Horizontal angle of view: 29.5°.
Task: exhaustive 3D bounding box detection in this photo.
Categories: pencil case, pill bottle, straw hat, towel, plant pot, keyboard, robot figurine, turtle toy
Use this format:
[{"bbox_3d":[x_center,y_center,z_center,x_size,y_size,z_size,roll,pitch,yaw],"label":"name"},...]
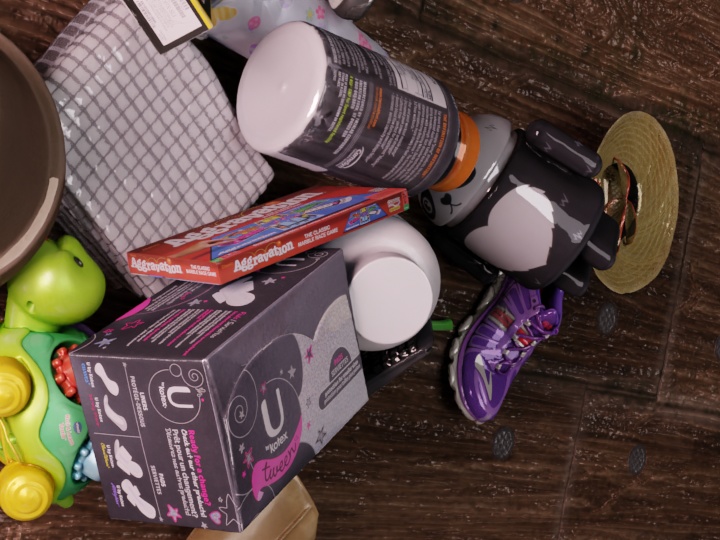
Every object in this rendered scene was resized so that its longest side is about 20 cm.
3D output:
[{"bbox_3d":[-0.059,-0.194,1.140,0.200,0.083,0.091,33,77,-41],"label":"pencil case"},{"bbox_3d":[0.007,-0.120,1.098,0.200,0.106,0.107,16,85,-42],"label":"pill bottle"},{"bbox_3d":[0.252,-0.072,1.447,0.201,0.085,0.202,-5,96,-50],"label":"straw hat"},{"bbox_3d":[-0.175,-0.093,1.048,0.166,0.085,0.200,-55,128,-27],"label":"towel"},{"bbox_3d":[-0.279,-0.080,0.839,0.200,0.175,0.201,1,84,-14],"label":"plant pot"},{"bbox_3d":[0.000,0.000,1.130,0.110,0.200,0.111,-3,105,-12],"label":"pill bottle"},{"bbox_3d":[0.005,0.057,1.185,0.127,0.200,0.021,-37,107,11],"label":"keyboard"},{"bbox_3d":[0.149,-0.060,1.294,0.200,0.125,0.150,34,88,-9],"label":"robot figurine"},{"bbox_3d":[-0.220,0.075,0.972,0.101,0.146,0.201,-11,105,-13],"label":"turtle toy"}]

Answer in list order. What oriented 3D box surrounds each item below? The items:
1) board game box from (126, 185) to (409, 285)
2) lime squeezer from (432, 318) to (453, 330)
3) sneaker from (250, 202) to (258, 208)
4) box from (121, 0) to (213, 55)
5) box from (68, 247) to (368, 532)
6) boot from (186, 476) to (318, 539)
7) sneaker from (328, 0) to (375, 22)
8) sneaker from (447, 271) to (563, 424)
[{"bbox_3d":[-0.066,-0.031,1.031,0.200,0.103,0.020,-24,110,-43],"label":"board game box"},{"bbox_3d":[0.016,0.074,1.291,0.200,0.038,0.071,-37,150,-35],"label":"lime squeezer"},{"bbox_3d":[-0.102,0.033,1.129,0.074,0.087,0.201,11,88,-43],"label":"sneaker"},{"bbox_3d":[-0.165,-0.265,0.968,0.049,0.200,0.160,-28,122,11],"label":"box"},{"bbox_3d":[-0.090,0.078,0.973,0.200,0.114,0.133,-39,124,-55],"label":"box"},{"bbox_3d":[-0.103,0.285,1.182,0.200,0.066,0.175,-44,124,-31],"label":"boot"},{"bbox_3d":[-0.032,-0.292,1.133,0.080,0.074,0.201,7,58,-34],"label":"sneaker"},{"bbox_3d":[0.155,0.060,1.378,0.081,0.083,0.200,37,72,-40],"label":"sneaker"}]
